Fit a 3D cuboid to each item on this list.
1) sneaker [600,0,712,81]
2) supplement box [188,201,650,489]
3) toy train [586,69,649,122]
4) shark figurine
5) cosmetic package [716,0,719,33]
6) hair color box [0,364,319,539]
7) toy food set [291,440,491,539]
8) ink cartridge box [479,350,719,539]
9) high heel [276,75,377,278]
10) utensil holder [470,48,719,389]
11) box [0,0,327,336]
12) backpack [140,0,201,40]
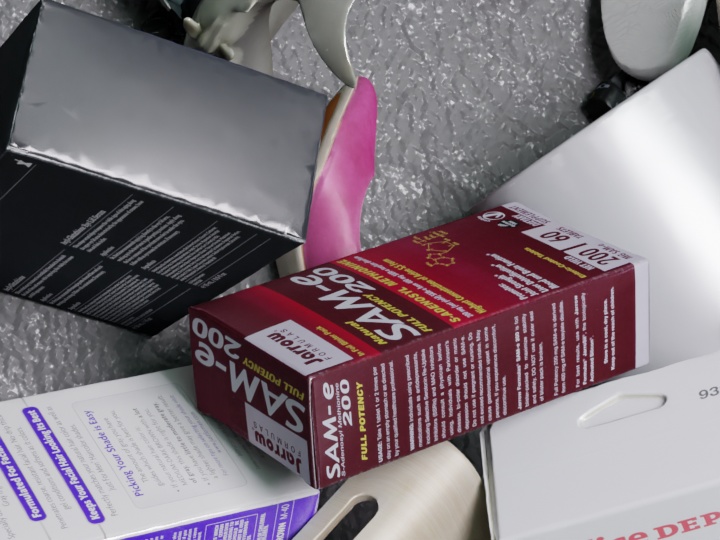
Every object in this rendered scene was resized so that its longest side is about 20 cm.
[{"bbox_3d":[0.201,-0.189,1.293,0.088,0.075,0.200,33,54,-35],"label":"sneaker"},{"bbox_3d":[0.030,0.031,1.042,0.200,0.109,0.061,-19,118,-31],"label":"supplement box"},{"bbox_3d":[0.201,-0.030,1.269,0.046,0.034,0.200,-41,94,-26],"label":"toy train"},{"bbox_3d":[-0.042,-0.119,1.048,0.128,0.214,0.089,45,60,6],"label":"shark figurine"},{"bbox_3d":[0.264,-0.146,1.245,0.087,0.103,0.200,-33,116,-61],"label":"cosmetic package"},{"bbox_3d":[-0.133,0.112,1.019,0.200,0.065,0.109,-8,39,-29],"label":"hair color box"},{"bbox_3d":[0.019,0.194,1.065,0.144,0.060,0.200,-45,126,-29],"label":"toy food set"},{"bbox_3d":[0.161,0.149,1.077,0.084,0.145,0.200,-91,159,-49],"label":"ink cartridge box"},{"bbox_3d":[0.000,0.000,1.140,0.096,0.067,0.200,21,69,-15],"label":"high heel"},{"bbox_3d":[0.177,0.005,1.174,0.170,0.170,0.200,-34,89,-30],"label":"utensil holder"},{"bbox_3d":[-0.122,-0.041,1.018,0.141,0.200,0.079,15,70,-22],"label":"box"},{"bbox_3d":[-0.089,-0.233,1.135,0.200,0.127,0.167,47,64,-3],"label":"backpack"}]
